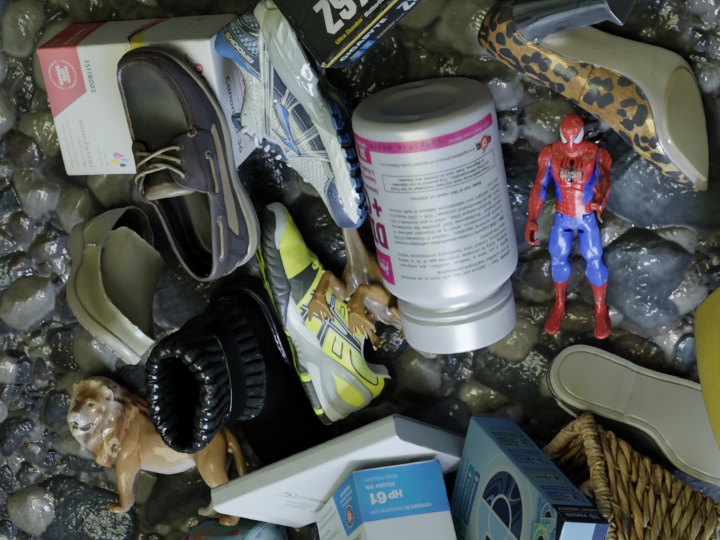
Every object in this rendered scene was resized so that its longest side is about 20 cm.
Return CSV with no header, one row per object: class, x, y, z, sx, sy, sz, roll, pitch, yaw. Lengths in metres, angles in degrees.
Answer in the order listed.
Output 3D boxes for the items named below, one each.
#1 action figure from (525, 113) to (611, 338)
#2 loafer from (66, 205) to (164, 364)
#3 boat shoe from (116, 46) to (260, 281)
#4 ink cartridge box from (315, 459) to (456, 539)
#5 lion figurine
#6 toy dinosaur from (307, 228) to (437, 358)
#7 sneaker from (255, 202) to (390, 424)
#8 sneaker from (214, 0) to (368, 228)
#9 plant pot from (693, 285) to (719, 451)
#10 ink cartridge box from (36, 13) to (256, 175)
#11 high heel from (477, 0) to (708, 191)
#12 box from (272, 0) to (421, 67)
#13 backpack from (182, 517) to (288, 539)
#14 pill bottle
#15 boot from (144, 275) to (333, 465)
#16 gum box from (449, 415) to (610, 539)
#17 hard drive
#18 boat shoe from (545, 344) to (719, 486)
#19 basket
action figure,0.165,-0.022,1.325,0.065,0.099,0.200,4,123,16
loafer,-0.204,0.003,1.439,0.068,0.200,0.076,-39,125,11
boat shoe,-0.141,-0.082,1.352,0.074,0.073,0.200,-16,111,27
ink cartridge box,0.033,0.282,1.457,0.084,0.200,0.145,-6,158,-18
lion figurine,-0.177,0.166,1.576,0.200,0.072,0.123,5,90,6
toy dinosaur,0.000,0.000,1.422,0.060,0.106,0.200,-7,120,36
sneaker,-0.036,0.030,1.465,0.076,0.075,0.200,-21,107,-5
sneaker,-0.053,-0.121,1.357,0.085,0.077,0.200,-17,108,19
plant pot,0.334,0.064,1.284,0.200,0.200,0.142,-45,69,32
ink cartridge box,-0.156,-0.146,1.407,0.200,0.068,0.117,-1,116,20
high heel,0.182,-0.136,1.310,0.142,0.071,0.200,-3,131,47
box,0.004,-0.273,1.255,0.200,0.049,0.160,-41,79,24
backpack,-0.104,0.330,1.571,0.150,0.178,0.200,-8,103,20
pill bottle,0.064,-0.043,1.353,0.113,0.113,0.200,-2,115,21
boot,-0.107,0.124,1.474,0.079,0.158,0.211,-16,110,26
gum box,0.127,0.239,1.403,0.044,0.200,0.170,6,108,-21
hard drive,-0.014,0.180,1.499,0.200,0.132,0.027,-24,63,28
boat shoe,0.246,0.123,1.419,0.200,0.073,0.063,27,165,-1
basket,0.181,0.243,1.410,0.149,0.143,0.200,34,143,-2
